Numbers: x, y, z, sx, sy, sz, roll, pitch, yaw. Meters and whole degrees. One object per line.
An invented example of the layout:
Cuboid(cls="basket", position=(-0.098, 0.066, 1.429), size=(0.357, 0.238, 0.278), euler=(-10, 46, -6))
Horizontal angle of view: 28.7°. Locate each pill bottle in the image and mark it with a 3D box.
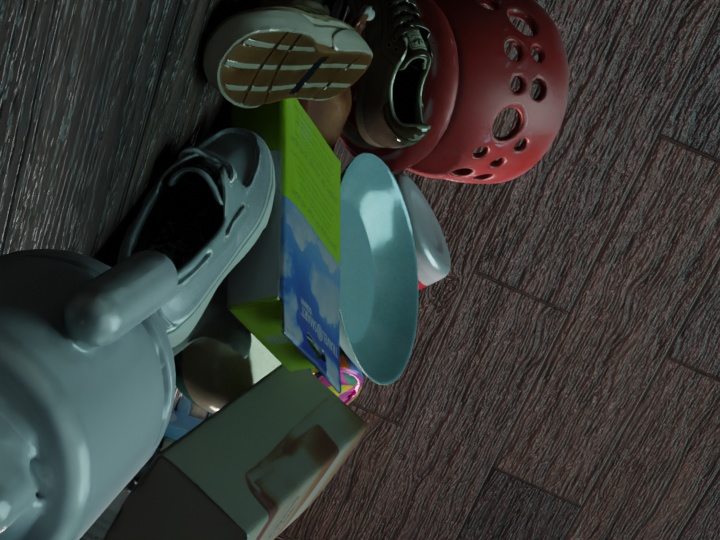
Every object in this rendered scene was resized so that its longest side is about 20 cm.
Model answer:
Cuboid(cls="pill bottle", position=(-0.021, -0.005, 1.382), size=(0.199, 0.113, 0.112), euler=(-26, -172, 15))

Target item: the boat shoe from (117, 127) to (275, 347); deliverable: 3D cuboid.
Cuboid(cls="boat shoe", position=(-0.103, -0.038, 0.910), size=(0.072, 0.070, 0.201), euler=(103, 8, -47))

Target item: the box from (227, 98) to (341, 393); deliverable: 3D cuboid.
Cuboid(cls="box", position=(-0.053, -0.020, 1.030), size=(0.122, 0.047, 0.201), euler=(52, 33, -58))

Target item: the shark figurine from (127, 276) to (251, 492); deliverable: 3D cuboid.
Cuboid(cls="shark figurine", position=(-0.124, 0.056, 1.012), size=(0.215, 0.089, 0.128), euler=(-54, 160, -11))

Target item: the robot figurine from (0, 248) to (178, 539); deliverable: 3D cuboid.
Cuboid(cls="robot figurine", position=(-0.142, 0.056, 0.570), size=(0.169, 0.113, 0.200), euler=(-38, -176, 15))

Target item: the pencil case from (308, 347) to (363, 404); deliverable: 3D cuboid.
Cuboid(cls="pencil case", position=(-0.060, 0.034, 1.268), size=(0.089, 0.088, 0.201), euler=(109, -32, -52))

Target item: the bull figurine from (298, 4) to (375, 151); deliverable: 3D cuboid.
Cuboid(cls="bull figurine", position=(-0.043, -0.141, 1.220), size=(0.122, 0.065, 0.200), euler=(-69, -177, -46))

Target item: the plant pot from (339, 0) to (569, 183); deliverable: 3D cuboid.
Cuboid(cls="plant pot", position=(0.077, -0.190, 1.403), size=(0.182, 0.200, 0.201), euler=(0, 122, -41))

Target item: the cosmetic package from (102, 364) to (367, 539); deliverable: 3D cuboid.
Cuboid(cls="cosmetic package", position=(-0.088, 0.156, 1.040), size=(0.104, 0.087, 0.200), euler=(-55, 169, 29))

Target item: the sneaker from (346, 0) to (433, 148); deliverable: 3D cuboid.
Cuboid(cls="sneaker", position=(0.037, -0.211, 1.261), size=(0.070, 0.075, 0.201), euler=(-10, 100, -39))

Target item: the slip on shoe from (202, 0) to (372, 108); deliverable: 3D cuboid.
Cuboid(cls="slip on shoe", position=(-0.057, -0.159, 0.963), size=(0.076, 0.061, 0.200), euler=(-43, 168, 24))

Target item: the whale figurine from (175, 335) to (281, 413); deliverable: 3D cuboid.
Cuboid(cls="whale figurine", position=(-0.107, 0.018, 1.151), size=(0.159, 0.104, 0.201), euler=(-19, 117, -43))

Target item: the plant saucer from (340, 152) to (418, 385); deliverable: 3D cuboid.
Cuboid(cls="plant saucer", position=(0.000, 0.000, 1.222), size=(0.201, 0.039, 0.202), euler=(-6, 90, -67))

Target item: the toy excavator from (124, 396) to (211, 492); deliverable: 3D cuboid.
Cuboid(cls="toy excavator", position=(-0.155, 0.141, 1.283), size=(0.200, 0.099, 0.195), euler=(-86, -163, -59))

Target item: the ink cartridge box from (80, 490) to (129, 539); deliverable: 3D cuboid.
Cuboid(cls="ink cartridge box", position=(-0.193, 0.299, 1.152), size=(0.084, 0.144, 0.201), euler=(2, 112, -85))
